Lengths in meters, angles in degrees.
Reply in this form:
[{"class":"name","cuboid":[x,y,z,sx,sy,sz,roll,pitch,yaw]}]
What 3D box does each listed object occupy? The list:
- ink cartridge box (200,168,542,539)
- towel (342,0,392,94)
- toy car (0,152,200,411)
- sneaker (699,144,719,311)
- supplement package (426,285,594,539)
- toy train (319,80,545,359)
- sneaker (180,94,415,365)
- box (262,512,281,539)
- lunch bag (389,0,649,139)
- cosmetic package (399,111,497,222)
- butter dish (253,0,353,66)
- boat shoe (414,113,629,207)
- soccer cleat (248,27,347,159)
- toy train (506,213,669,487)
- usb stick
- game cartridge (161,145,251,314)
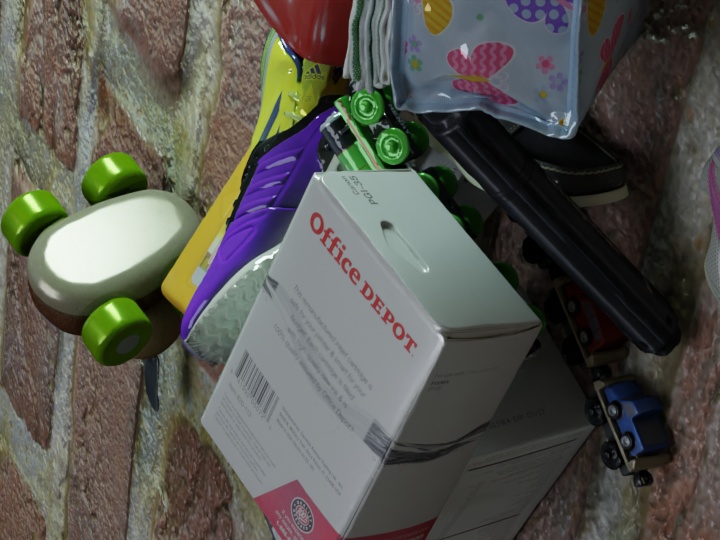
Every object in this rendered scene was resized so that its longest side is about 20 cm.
[{"class":"ink cartridge box","cuboid":[0.003,0.062,1.175,0.147,0.082,0.201,52,130,34]},{"class":"towel","cuboid":[0.053,-0.197,1.129,0.030,0.200,0.150,19,121,21]},{"class":"toy car","cuboid":[-0.210,0.033,1.738,0.164,0.157,0.201,49,152,27]},{"class":"sneaker","cuboid":[0.223,0.012,0.997,0.088,0.081,0.202,145,119,-61]},{"class":"supplement package","cuboid":[0.049,0.119,1.306,0.110,0.113,0.200,62,147,26]},{"class":"toy train","cuboid":[0.041,-0.026,1.217,0.056,0.042,0.201,-35,85,28]},{"class":"sneaker","cuboid":[-0.052,-0.032,1.297,0.200,0.070,0.099,-50,43,-1]},{"class":"box","cuboid":[-0.003,0.219,1.506,0.201,0.049,0.161,66,152,22]},{"class":"lunch bag","cuboid":[0.095,-0.192,1.036,0.126,0.170,0.202,10,116,17]},{"class":"cosmetic package","cuboid":[0.000,0.000,1.315,0.200,0.051,0.083,-51,44,9]},{"class":"butter dish","cuboid":[-0.030,-0.224,1.298,0.201,0.147,0.200,59,145,33]},{"class":"boat shoe","cuboid":[0.090,-0.090,1.202,0.200,0.071,0.068,41,138,52]},{"class":"soccer cleat","cuboid":[-0.039,-0.106,1.389,0.084,0.064,0.201,123,152,-48]},{"class":"toy train","cuboid":[0.139,0.032,1.199,0.046,0.034,0.201,-39,64,47]},{"class":"usb stick","cuboid":[0.107,-0.027,1.109,0.200,0.033,0.055,45,-175,-22]},{"class":"game cartridge","cuboid":[-0.046,-0.014,1.425,0.177,0.032,0.200,-57,38,3]}]
